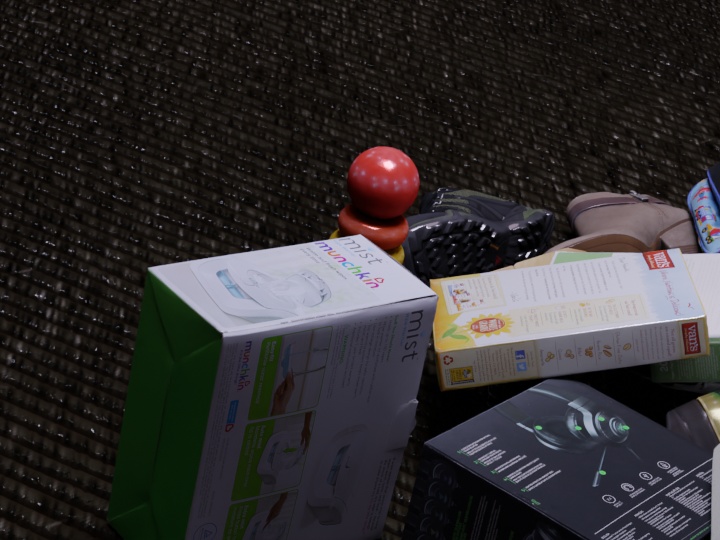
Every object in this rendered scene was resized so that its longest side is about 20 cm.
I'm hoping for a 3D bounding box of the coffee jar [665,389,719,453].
[{"bbox_3d":[0.318,0.112,1.549,0.200,0.104,0.085,-22,72,0],"label":"coffee jar"}]

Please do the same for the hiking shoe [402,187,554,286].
[{"bbox_3d":[0.077,-0.029,1.850,0.101,0.076,0.200,24,19,39],"label":"hiking shoe"}]

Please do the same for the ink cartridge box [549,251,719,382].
[{"bbox_3d":[0.241,0.034,1.671,0.200,0.048,0.146,-2,26,18],"label":"ink cartridge box"}]

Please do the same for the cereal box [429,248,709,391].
[{"bbox_3d":[0.154,0.035,1.590,0.200,0.040,0.144,-7,20,3],"label":"cereal box"}]

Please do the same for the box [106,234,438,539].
[{"bbox_3d":[-0.058,0.093,1.400,0.176,0.200,0.097,-11,35,-37],"label":"box"}]

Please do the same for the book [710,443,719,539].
[{"bbox_3d":[0.320,0.204,1.406,0.200,0.048,0.134,29,38,-14],"label":"book"}]

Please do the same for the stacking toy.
[{"bbox_3d":[0.000,0.000,1.602,0.085,0.200,0.085,9,27,-5],"label":"stacking toy"}]

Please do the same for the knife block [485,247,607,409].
[{"bbox_3d":[0.167,0.063,1.704,0.175,0.064,0.200,33,33,34],"label":"knife block"}]

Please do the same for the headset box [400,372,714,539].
[{"bbox_3d":[0.150,0.168,1.461,0.200,0.093,0.174,29,31,29],"label":"headset box"}]

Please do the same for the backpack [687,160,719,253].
[{"bbox_3d":[0.409,-0.021,1.890,0.200,0.135,0.183,39,21,-23],"label":"backpack"}]

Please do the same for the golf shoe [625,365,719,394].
[{"bbox_3d":[0.286,0.077,1.722,0.200,0.073,0.092,14,29,13],"label":"golf shoe"}]

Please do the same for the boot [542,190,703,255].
[{"bbox_3d":[0.223,-0.026,1.905,0.200,0.070,0.146,3,24,-24],"label":"boot"}]
